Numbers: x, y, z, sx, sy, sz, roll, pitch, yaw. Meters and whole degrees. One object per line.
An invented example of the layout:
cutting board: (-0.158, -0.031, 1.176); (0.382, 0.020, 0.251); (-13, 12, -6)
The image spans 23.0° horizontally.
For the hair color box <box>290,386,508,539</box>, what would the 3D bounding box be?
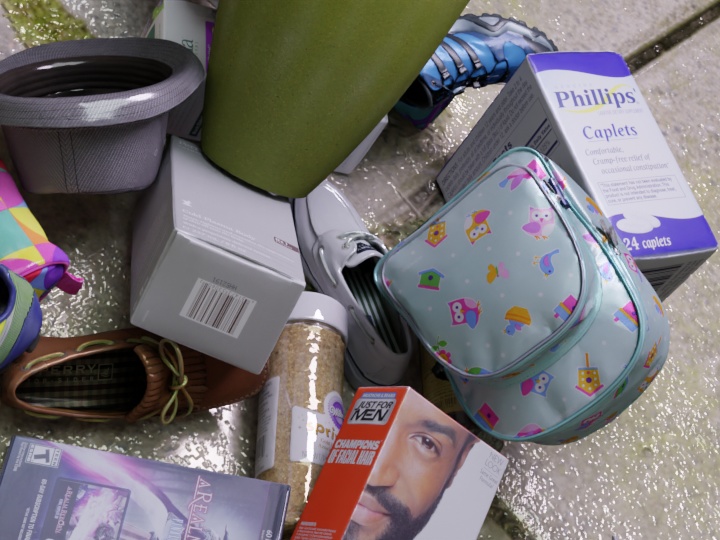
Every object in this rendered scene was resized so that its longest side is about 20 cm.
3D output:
hair color box: (0.014, 0.194, 1.231); (0.111, 0.064, 0.201); (36, 65, -29)

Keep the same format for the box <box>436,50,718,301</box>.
box: (0.175, -0.050, 1.472); (0.105, 0.184, 0.201); (-8, 63, -31)

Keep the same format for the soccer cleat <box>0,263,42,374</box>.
soccer cleat: (-0.298, 0.070, 1.173); (0.065, 0.084, 0.200); (36, 68, 28)

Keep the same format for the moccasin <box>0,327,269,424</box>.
moccasin: (-0.159, 0.074, 1.266); (0.201, 0.074, 0.078); (5, 14, -26)

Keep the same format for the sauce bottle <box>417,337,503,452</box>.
sauce bottle: (0.078, 0.057, 1.424); (0.064, 0.065, 0.201); (11, 56, -21)

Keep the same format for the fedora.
fedora: (-0.203, -0.108, 1.326); (0.176, 0.091, 0.200); (-3, 20, -3)

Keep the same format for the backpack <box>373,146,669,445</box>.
backpack: (0.124, 0.028, 1.309); (0.200, 0.176, 0.153); (54, 10, 14)

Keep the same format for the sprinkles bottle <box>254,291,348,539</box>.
sprinkles bottle: (-0.045, 0.115, 1.317); (0.068, 0.068, 0.201); (15, 53, -19)

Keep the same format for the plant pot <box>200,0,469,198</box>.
plant pot: (-0.041, -0.165, 1.347); (0.187, 0.201, 0.187); (25, 15, -7)

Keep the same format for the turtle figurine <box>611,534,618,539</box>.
turtle figurine: (0.154, 0.311, 1.245); (0.143, 0.200, 0.195); (-24, 73, -1)

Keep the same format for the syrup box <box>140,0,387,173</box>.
syrup box: (-0.085, -0.152, 1.471); (0.199, 0.081, 0.079); (12, 52, -22)

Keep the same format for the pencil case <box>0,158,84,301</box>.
pencil case: (-0.289, -0.051, 1.287); (0.088, 0.088, 0.200); (-25, 71, -38)

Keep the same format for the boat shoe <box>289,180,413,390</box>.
boat shoe: (0.000, 0.000, 1.421); (0.073, 0.067, 0.201); (-9, 63, -33)

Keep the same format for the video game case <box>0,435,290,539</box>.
video game case: (-0.157, 0.192, 1.197); (0.199, 0.019, 0.143); (10, 53, 1)

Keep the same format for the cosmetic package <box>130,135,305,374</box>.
cosmetic package: (-0.109, -0.016, 1.304); (0.106, 0.090, 0.200); (22, 22, -17)

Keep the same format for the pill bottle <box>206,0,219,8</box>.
pill bottle: (-0.117, -0.288, 1.476); (0.115, 0.116, 0.200); (-2, 25, -29)

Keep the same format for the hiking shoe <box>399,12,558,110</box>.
hiking shoe: (0.069, -0.166, 1.470); (0.199, 0.074, 0.087); (7, 64, -10)

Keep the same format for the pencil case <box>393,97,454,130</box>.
pencil case: (0.002, -0.210, 1.554); (0.200, 0.092, 0.085); (35, 82, -4)
